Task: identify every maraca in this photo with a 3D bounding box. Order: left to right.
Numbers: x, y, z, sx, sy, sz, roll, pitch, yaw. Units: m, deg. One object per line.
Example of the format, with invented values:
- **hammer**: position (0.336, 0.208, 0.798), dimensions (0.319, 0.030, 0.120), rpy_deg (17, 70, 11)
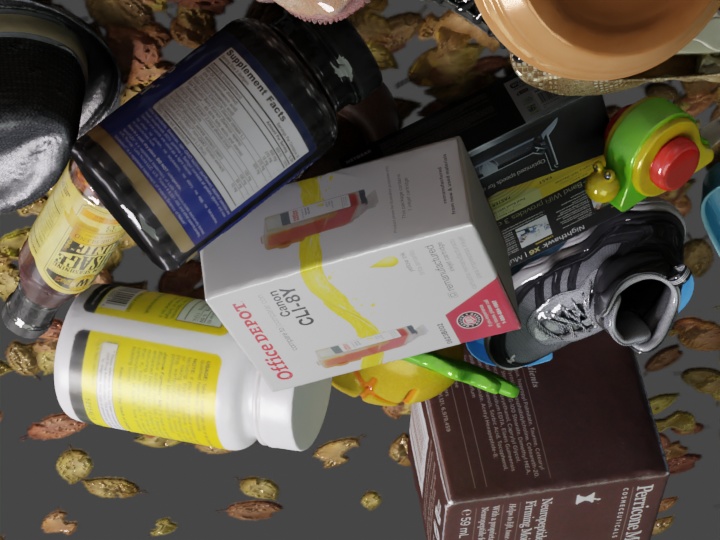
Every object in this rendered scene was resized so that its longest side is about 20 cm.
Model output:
- **maraca**: position (0.034, 0.062, 1.540), dimensions (0.200, 0.107, 0.137), rpy_deg (22, -175, 25)

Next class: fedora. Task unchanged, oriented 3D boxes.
- **fedora**: position (-0.261, -0.098, 1.297), dimensions (0.200, 0.092, 0.201), rpy_deg (-7, 143, -5)

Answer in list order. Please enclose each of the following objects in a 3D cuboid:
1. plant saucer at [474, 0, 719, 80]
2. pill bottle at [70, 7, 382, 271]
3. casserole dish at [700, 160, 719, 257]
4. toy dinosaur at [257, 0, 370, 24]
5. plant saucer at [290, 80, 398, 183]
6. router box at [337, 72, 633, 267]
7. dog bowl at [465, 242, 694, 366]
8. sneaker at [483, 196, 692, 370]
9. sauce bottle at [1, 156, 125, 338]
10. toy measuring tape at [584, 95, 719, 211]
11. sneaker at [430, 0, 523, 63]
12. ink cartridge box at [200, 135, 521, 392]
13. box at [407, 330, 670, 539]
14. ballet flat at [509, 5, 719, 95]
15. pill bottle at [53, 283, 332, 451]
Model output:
- **plant saucer**: position (0.164, -0.218, 1.210), dimensions (0.200, 0.037, 0.201), rpy_deg (-6, 110, -17)
- **pill bottle**: position (-0.087, -0.100, 1.281), dimensions (0.200, 0.112, 0.112), rpy_deg (-39, 144, -9)
- **casserole dish**: position (0.350, -0.050, 1.571), dimensions (0.121, 0.039, 0.200), rpy_deg (-22, 143, 14)
- **toy dinosaur**: position (-0.001, -0.205, 1.177), dimensions (0.136, 0.086, 0.200), rpy_deg (42, 126, -2)
- **plant saucer**: position (-0.067, -0.088, 1.415), dimensions (0.200, 0.035, 0.200), rpy_deg (-8, 144, -6)
- **router box**: position (0.100, -0.066, 1.442), dimensions (0.200, 0.052, 0.157), rpy_deg (-26, 143, 0)
- **dog bowl**: position (0.182, 0.018, 1.609), dimensions (0.199, 0.050, 0.112), rpy_deg (-17, 143, 9)
- **sneaker**: position (0.179, 0.031, 1.498), dimensions (0.200, 0.114, 0.075), rpy_deg (-40, 116, 21)
- **sauce bottle**: position (-0.222, -0.020, 1.440), dimensions (0.066, 0.066, 0.200), rpy_deg (9, 140, -25)
- **toy measuring tape**: position (0.245, -0.111, 1.400), dimensions (0.200, 0.074, 0.074), rpy_deg (-32, 149, -20)
- **sneaker**: position (0.097, -0.191, 1.265), dimensions (0.200, 0.098, 0.071), rpy_deg (8, 142, -22)
- **ink cartridge box**: position (0.000, 0.000, 1.360), dimensions (0.199, 0.084, 0.145), rpy_deg (-15, 144, 11)
- **box**: position (0.154, 0.169, 1.705), dimensions (0.199, 0.165, 0.166), rpy_deg (-7, 144, -6)
- **ballet flat**: position (0.207, -0.165, 1.348), dimensions (0.199, 0.071, 0.065), rpy_deg (-8, 174, -18)
- **pill bottle**: position (-0.131, 0.080, 1.495), dimensions (0.199, 0.115, 0.114), rpy_deg (9, 148, 17)
